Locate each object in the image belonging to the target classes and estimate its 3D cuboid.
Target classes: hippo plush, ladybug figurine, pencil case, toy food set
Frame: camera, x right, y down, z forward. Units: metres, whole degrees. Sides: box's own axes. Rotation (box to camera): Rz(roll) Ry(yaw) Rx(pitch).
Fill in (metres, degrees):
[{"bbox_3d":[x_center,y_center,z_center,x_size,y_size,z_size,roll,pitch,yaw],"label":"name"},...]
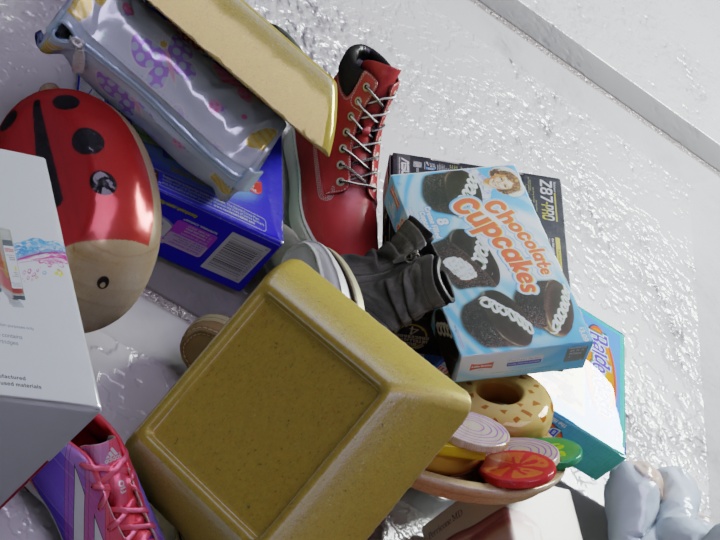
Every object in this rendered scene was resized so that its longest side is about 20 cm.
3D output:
[{"bbox_3d":[0.290,0.230,1.542,0.199,0.160,0.161,4,72,-45],"label":"hippo plush"},{"bbox_3d":[-0.218,-0.054,1.329,0.072,0.134,0.202,62,10,-65],"label":"ladybug figurine"},{"bbox_3d":[-0.151,-0.142,1.393,0.200,0.083,0.091,40,9,-11],"label":"pencil case"},{"bbox_3d":[0.074,0.123,1.418,0.198,0.049,0.198,9,19,-17],"label":"toy food set"}]

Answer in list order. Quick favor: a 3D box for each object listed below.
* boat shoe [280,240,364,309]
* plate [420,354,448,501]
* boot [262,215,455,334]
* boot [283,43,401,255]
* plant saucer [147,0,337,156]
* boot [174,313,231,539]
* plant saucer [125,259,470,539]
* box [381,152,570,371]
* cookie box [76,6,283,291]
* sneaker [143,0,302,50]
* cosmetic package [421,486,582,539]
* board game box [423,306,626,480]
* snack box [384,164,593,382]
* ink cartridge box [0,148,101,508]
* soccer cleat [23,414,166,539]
[{"bbox_3d":[-0.042,0.060,1.335,0.068,0.075,0.202,22,47,-36],"label":"boat shoe"},{"bbox_3d":[0.073,0.099,1.575,0.199,0.032,0.201,-10,66,-49],"label":"plate"},{"bbox_3d":[0.000,0.000,1.469,0.068,0.130,0.200,51,4,-39],"label":"boot"},{"bbox_3d":[-0.002,-0.097,1.567,0.072,0.145,0.201,13,44,-30],"label":"boot"},{"bbox_3d":[-0.087,-0.178,1.438,0.200,0.049,0.200,41,4,-6],"label":"plant saucer"},{"bbox_3d":[-0.093,0.138,1.341,0.201,0.073,0.155,54,37,1],"label":"boot"},{"bbox_3d":[-0.058,0.105,1.237,0.199,0.200,0.048,37,-5,35],"label":"plant saucer"},{"bbox_3d":[0.097,-0.010,1.557,0.159,0.049,0.201,6,44,-5],"label":"box"},{"bbox_3d":[-0.149,-0.107,1.497,0.170,0.075,0.202,24,43,-27],"label":"cookie box"},{"bbox_3d":[-0.126,-0.208,1.585,0.199,0.076,0.114,42,10,-5],"label":"sneaker"},{"bbox_3d":[0.125,0.273,1.412,0.087,0.103,0.202,18,45,-35],"label":"cosmetic package"},{"bbox_3d":[0.148,0.075,1.609,0.199,0.045,0.153,31,39,-20],"label":"board game box"},{"bbox_3d":[0.102,-0.001,1.489,0.115,0.037,0.201,-5,49,-18],"label":"snack box"},{"bbox_3d":[-0.279,0.033,1.179,0.144,0.145,0.202,11,49,-39],"label":"ink cartridge box"},{"bbox_3d":[-0.175,0.155,1.236,0.201,0.073,0.068,53,37,6],"label":"soccer cleat"}]
